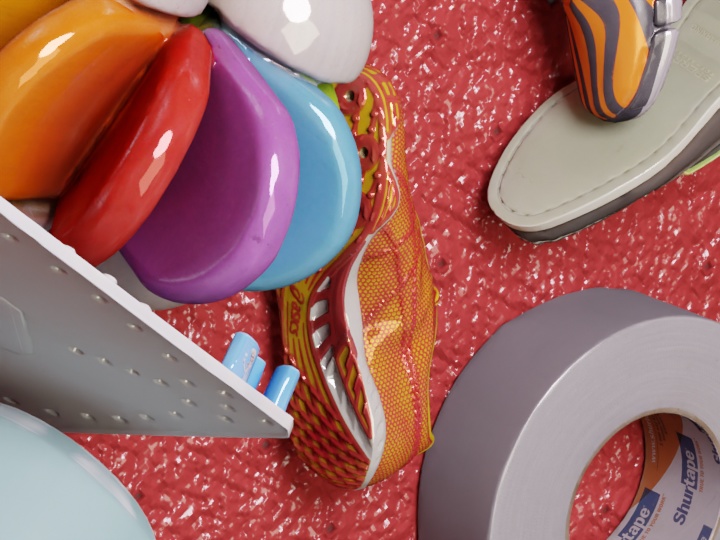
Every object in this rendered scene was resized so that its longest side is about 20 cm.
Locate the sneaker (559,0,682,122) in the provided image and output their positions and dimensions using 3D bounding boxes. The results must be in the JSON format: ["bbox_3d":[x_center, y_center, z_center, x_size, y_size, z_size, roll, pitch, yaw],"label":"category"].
[{"bbox_3d":[0.084,-0.167,1.070,0.111,0.077,0.202,-7,94,-28],"label":"sneaker"}]

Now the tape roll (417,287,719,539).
[{"bbox_3d":[0.127,0.112,1.180,0.199,0.066,0.202,-10,109,-32],"label":"tape roll"}]

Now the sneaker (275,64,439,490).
[{"bbox_3d":[0.000,0.000,1.072,0.077,0.073,0.202,-26,123,-50],"label":"sneaker"}]

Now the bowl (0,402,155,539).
[{"bbox_3d":[-0.157,0.127,0.933,0.105,0.200,0.201,-56,128,-33],"label":"bowl"}]

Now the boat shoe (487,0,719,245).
[{"bbox_3d":[0.149,-0.074,1.137,0.201,0.072,0.061,-39,145,-11],"label":"boat shoe"}]

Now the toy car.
[{"bbox_3d":[-0.080,-0.054,0.914,0.199,0.150,0.175,20,115,-39],"label":"toy car"}]

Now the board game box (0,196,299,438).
[{"bbox_3d":[-0.149,0.004,0.884,0.200,0.199,0.026,39,63,-35],"label":"board game box"}]
